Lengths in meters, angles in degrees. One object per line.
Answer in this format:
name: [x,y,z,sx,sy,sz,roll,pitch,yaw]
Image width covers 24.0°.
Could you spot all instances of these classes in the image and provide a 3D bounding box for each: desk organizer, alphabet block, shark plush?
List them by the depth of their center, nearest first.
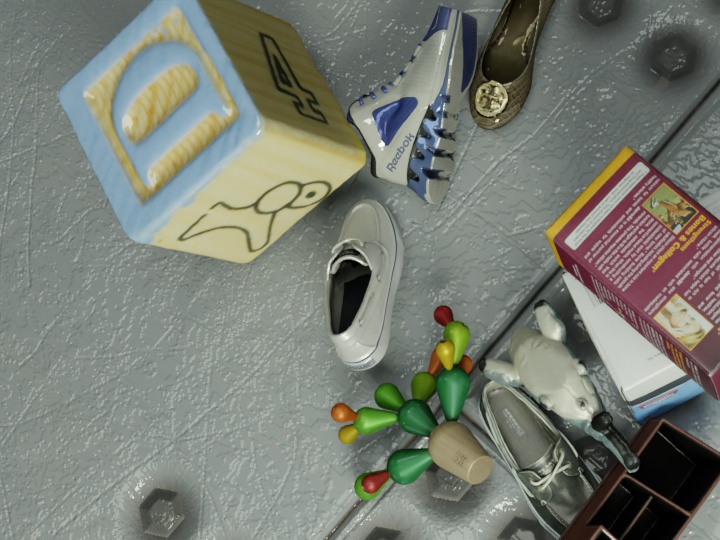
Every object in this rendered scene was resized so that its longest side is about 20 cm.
desk organizer: [0.246,0.229,1.539,0.072,0.077,0.201,40,74,-4]
shark plush: [0.205,0.107,1.586,0.199,0.083,0.091,34,88,42]
alphabet block: [-0.147,-0.144,1.708,0.195,0.199,0.198,-37,67,21]

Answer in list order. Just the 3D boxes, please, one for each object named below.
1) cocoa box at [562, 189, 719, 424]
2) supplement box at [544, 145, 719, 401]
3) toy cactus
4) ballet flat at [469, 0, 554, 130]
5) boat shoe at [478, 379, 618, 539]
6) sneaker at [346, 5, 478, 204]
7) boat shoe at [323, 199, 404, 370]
cocoa box: [0.310,0.031,1.583,0.198,0.131,0.134,-28,66,6]
supplement box: [0.273,0.002,1.484,0.110,0.086,0.200,-46,65,-3]
toy cactus: [0.063,0.144,1.625,0.201,0.102,0.165,-53,45,-1]
ballet flat: [0.161,-0.242,1.757,0.067,0.046,0.202,20,80,21]
boat shoe: [0.173,0.188,1.607,0.072,0.071,0.200,-41,68,0]
sneaker: [0.047,-0.178,1.742,0.114,0.080,0.202,13,90,21]
boat shoe: [0.000,0.000,1.691,0.073,0.065,0.202,-17,49,19]
